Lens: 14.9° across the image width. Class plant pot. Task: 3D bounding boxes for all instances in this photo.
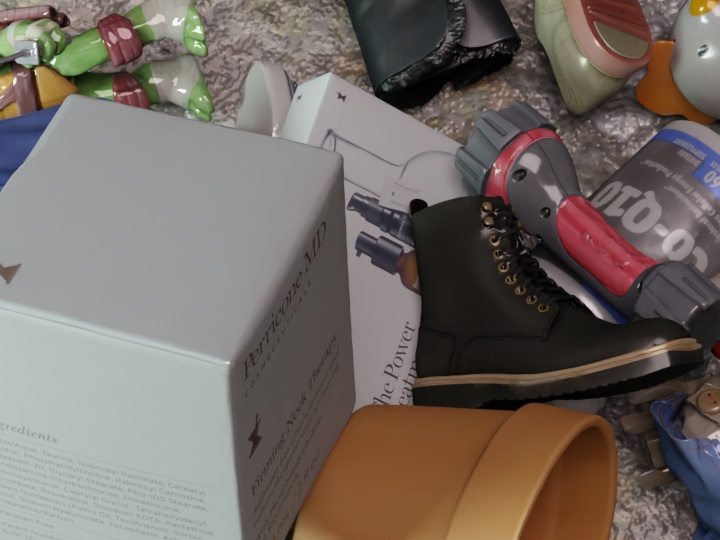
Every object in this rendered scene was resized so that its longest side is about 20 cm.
[{"bbox_3d":[0.048,0.163,1.594,0.140,0.200,0.201,15,71,21],"label":"plant pot"}]

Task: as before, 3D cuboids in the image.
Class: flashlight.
[{"bbox_3d":[0.143,-0.023,1.666,0.200,0.068,0.068,43,105,34],"label":"flashlight"}]

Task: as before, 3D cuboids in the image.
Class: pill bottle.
[{"bbox_3d":[0.169,0.008,1.753,0.200,0.114,0.114,-43,79,-14],"label":"pill bottle"}]

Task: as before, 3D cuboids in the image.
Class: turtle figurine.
[{"bbox_3d":[-0.186,-0.098,1.758,0.193,0.200,0.144,-17,108,-12],"label":"turtle figurine"}]

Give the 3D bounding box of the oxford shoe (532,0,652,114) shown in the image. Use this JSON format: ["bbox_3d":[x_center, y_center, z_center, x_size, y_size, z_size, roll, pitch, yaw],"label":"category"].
[{"bbox_3d":[0.134,-0.195,1.839,0.071,0.074,0.200,12,48,-27],"label":"oxford shoe"}]

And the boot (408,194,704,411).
[{"bbox_3d":[0.104,0.010,1.631,0.200,0.077,0.139,-10,81,36],"label":"boot"}]

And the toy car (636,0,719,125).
[{"bbox_3d":[0.260,-0.169,1.793,0.200,0.177,0.185,-33,40,13],"label":"toy car"}]

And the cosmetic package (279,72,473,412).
[{"bbox_3d":[0.000,0.000,1.714,0.151,0.052,0.201,26,71,-22],"label":"cosmetic package"}]

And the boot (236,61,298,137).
[{"bbox_3d":[-0.024,-0.040,1.792,0.090,0.073,0.201,2,68,-24],"label":"boot"}]

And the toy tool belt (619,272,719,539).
[{"bbox_3d":[0.220,0.111,1.699,0.123,0.200,0.125,-27,31,-2],"label":"toy tool belt"}]

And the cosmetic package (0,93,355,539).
[{"bbox_3d":[-0.109,0.044,1.482,0.166,0.200,0.168,14,47,15],"label":"cosmetic package"}]

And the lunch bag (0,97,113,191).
[{"bbox_3d":[-0.183,-0.007,1.658,0.199,0.136,0.132,-16,41,-23],"label":"lunch bag"}]

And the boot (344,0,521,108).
[{"bbox_3d":[-0.006,-0.189,1.825,0.199,0.076,0.169,-12,70,-13],"label":"boot"}]
